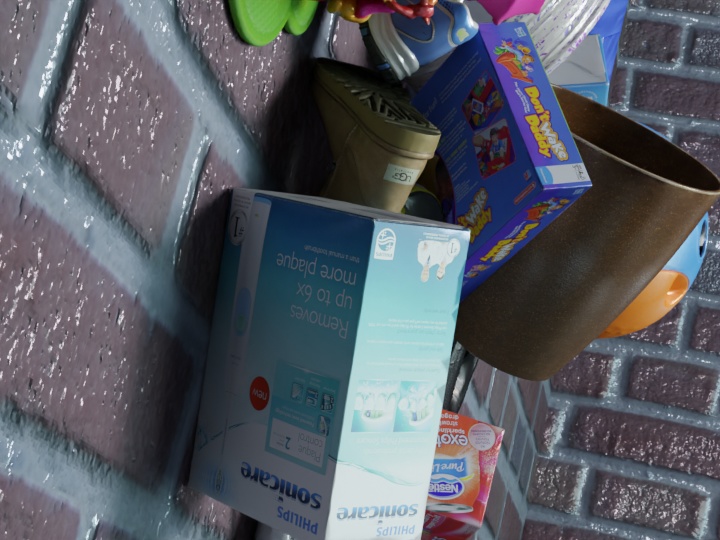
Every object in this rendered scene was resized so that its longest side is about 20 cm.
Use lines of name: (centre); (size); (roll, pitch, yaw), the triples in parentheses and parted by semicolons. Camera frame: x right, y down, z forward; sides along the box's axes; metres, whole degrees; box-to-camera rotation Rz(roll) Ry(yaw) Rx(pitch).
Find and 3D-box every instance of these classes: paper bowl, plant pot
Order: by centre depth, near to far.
plant pot: (0.153, -0.022, 1.230); (0.200, 0.187, 0.187); (-64, 172, 19)
paper bowl: (0.111, -0.230, 1.333); (0.104, 0.200, 0.201); (45, 43, -22)

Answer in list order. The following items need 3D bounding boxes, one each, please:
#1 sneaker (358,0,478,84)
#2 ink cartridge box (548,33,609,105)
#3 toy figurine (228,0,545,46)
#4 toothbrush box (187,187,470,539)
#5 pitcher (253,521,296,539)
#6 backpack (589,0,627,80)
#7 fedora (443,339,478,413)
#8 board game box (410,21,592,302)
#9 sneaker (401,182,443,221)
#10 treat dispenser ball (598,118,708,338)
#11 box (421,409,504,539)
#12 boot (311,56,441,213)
sneaker: (0.040, -0.223, 1.133); (0.076, 0.077, 0.200); (48, 30, -53)
ink cartridge box: (0.169, -0.129, 1.499); (0.200, 0.116, 0.068); (85, 1, -54)
toy figurine: (0.033, -0.194, 0.980); (0.200, 0.184, 0.151); (47, 54, -74)
toothbrush box: (-0.023, 0.058, 0.981); (0.085, 0.146, 0.201); (3, 98, -41)
pitcher: (-0.034, 0.182, 1.172); (0.171, 0.121, 0.201); (13, 82, -49)
backpack: (0.162, -0.238, 1.569); (0.168, 0.162, 0.200); (-24, 130, -41)
fedora: (0.067, 0.060, 1.491); (0.201, 0.091, 0.201); (18, 90, -80)
board game box: (0.077, -0.071, 1.157); (0.200, 0.045, 0.135); (-45, -122, 52)
sneaker: (0.000, 0.000, 1.196); (0.200, 0.074, 0.085); (-62, -140, 31)
treat dispenser ball: (0.208, -0.040, 1.398); (0.201, 0.200, 0.201); (10, 90, -77)
box: (0.052, 0.195, 1.418); (0.200, 0.099, 0.096); (117, -9, -68)
boot: (-0.023, -0.036, 1.110); (0.175, 0.066, 0.200); (-119, -133, -61)
